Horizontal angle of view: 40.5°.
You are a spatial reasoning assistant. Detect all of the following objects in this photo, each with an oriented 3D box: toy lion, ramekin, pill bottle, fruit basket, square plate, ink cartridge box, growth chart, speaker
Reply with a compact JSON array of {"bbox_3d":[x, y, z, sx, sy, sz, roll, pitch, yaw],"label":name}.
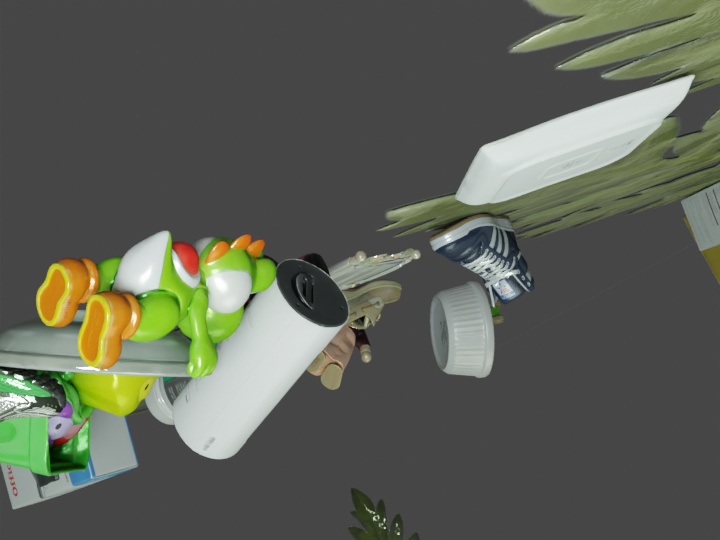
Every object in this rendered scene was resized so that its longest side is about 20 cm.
[{"bbox_3d":[0.366,0.152,3.164,0.189,0.070,0.200,-13,173,6],"label":"toy lion"},{"bbox_3d":[0.209,0.127,2.060,0.093,0.206,0.202,-4,170,-9],"label":"ramekin"},{"bbox_3d":[-0.222,0.156,1.429,0.199,0.115,0.112,-25,170,36],"label":"pill bottle"},{"bbox_3d":[-0.293,0.132,1.025,0.212,0.158,0.216,-1,171,0],"label":"fruit basket"},{"bbox_3d":[0.193,-0.111,0.911,0.195,0.029,0.200,-19,173,-4],"label":"square plate"},{"bbox_3d":[-0.413,0.230,1.344,0.199,0.147,0.083,-25,170,36],"label":"ink cartridge box"},{"bbox_3d":[0.000,0.000,1.253,0.143,0.018,0.199,-24,171,26],"label":"growth chart"},{"bbox_3d":[-0.095,0.083,0.898,0.081,0.081,0.200,-9,145,-53],"label":"speaker"}]

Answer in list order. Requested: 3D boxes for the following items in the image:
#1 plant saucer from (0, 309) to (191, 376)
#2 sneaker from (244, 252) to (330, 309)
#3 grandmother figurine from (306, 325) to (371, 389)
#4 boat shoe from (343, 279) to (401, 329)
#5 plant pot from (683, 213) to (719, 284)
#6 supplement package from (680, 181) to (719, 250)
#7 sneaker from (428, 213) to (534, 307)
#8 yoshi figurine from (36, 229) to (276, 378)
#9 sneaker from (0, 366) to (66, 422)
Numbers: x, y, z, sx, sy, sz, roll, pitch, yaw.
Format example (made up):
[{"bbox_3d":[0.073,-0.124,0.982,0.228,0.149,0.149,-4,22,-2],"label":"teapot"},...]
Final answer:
[{"bbox_3d":[-0.225,0.061,0.843,0.197,0.051,0.200,3,176,0],"label":"plant saucer"},{"bbox_3d":[-0.102,0.031,1.000,0.086,0.075,0.199,-21,173,25],"label":"sneaker"},{"bbox_3d":[-0.032,0.097,1.513,0.060,0.122,0.200,-37,-172,30],"label":"grandmother figurine"},{"bbox_3d":[-0.004,0.059,1.479,0.072,0.066,0.199,-25,171,38],"label":"boat shoe"},{"bbox_3d":[0.918,-0.099,2.277,0.193,0.198,0.199,-12,161,-45],"label":"plant pot"},{"bbox_3d":[0.739,-0.127,1.881,0.112,0.111,0.200,-16,172,-25],"label":"supplement package"},{"bbox_3d":[0.160,-0.009,1.242,0.069,0.110,0.199,-24,171,29],"label":"sneaker"},{"bbox_3d":[-0.150,0.030,0.773,0.111,0.114,0.199,-13,180,40],"label":"yoshi figurine"},{"bbox_3d":[-0.353,0.125,0.847,0.197,0.087,0.078,-6,175,0],"label":"sneaker"}]
